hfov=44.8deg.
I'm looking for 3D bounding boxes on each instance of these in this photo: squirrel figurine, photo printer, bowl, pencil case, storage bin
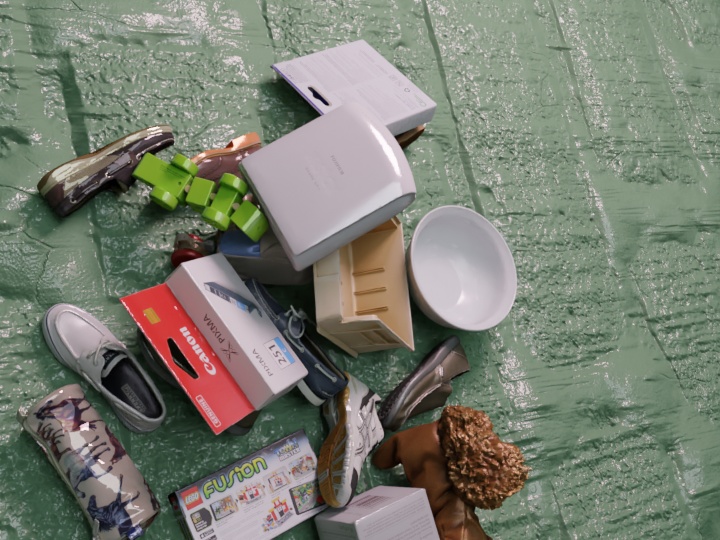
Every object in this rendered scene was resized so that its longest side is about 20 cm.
[{"bbox_3d":[0.132,0.294,1.176,0.140,0.200,0.189,15,43,-30],"label":"squirrel figurine"},{"bbox_3d":[-0.036,-0.116,1.134,0.198,0.070,0.168,-29,73,-9],"label":"photo printer"},{"bbox_3d":[0.142,0.009,1.372,0.198,0.090,0.204,11,65,-25],"label":"bowl"},{"bbox_3d":[-0.320,0.231,1.030,0.201,0.077,0.089,56,36,0],"label":"pencil case"},{"bbox_3d":[0.000,0.000,1.231,0.092,0.199,0.203,-9,70,15],"label":"storage bin"}]

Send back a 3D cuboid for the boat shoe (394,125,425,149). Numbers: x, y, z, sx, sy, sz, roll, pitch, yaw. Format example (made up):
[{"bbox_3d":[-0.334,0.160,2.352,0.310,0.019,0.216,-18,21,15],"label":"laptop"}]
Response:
[{"bbox_3d":[0.021,-0.207,1.405,0.071,0.070,0.199,50,49,2],"label":"boat shoe"}]

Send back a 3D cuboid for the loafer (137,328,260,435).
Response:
[{"bbox_3d":[-0.199,0.124,1.125,0.200,0.070,0.075,43,20,-16],"label":"loafer"}]

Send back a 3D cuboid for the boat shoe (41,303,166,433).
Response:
[{"bbox_3d":[-0.315,0.117,1.084,0.072,0.066,0.201,-38,92,-34],"label":"boat shoe"}]

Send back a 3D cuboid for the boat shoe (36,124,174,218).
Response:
[{"bbox_3d":[-0.332,-0.133,1.177,0.199,0.073,0.065,-32,92,-25],"label":"boat shoe"}]

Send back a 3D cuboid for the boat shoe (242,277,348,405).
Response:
[{"bbox_3d":[-0.091,0.088,1.190,0.201,0.061,0.075,56,12,1],"label":"boat shoe"}]

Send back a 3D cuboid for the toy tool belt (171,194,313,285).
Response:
[{"bbox_3d":[-0.157,-0.051,1.219,0.196,0.126,0.124,4,54,-3],"label":"toy tool belt"}]

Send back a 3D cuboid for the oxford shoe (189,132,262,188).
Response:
[{"bbox_3d":[-0.206,-0.130,1.243,0.199,0.071,0.074,-33,93,-35],"label":"oxford shoe"}]

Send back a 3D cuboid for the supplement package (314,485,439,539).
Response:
[{"bbox_3d":[0.038,0.396,1.128,0.116,0.116,0.203,-16,88,-32],"label":"supplement package"}]

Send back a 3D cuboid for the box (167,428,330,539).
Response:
[{"bbox_3d":[-0.137,0.297,1.134,0.198,0.035,0.111,-20,82,-34],"label":"box"}]

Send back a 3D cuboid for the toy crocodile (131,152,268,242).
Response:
[{"bbox_3d":[-0.209,-0.098,1.141,0.197,0.062,0.068,23,75,13],"label":"toy crocodile"}]

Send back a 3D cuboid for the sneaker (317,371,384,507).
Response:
[{"bbox_3d":[-0.004,0.233,1.190,0.087,0.075,0.202,31,42,-26],"label":"sneaker"}]

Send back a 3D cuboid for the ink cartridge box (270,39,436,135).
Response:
[{"bbox_3d":[-0.013,-0.279,1.382,0.198,0.041,0.200,-23,57,-34],"label":"ink cartridge box"}]

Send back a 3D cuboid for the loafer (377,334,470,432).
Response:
[{"bbox_3d":[0.102,0.175,1.293,0.070,0.075,0.200,48,55,1],"label":"loafer"}]

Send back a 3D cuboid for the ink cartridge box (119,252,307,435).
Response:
[{"bbox_3d":[-0.173,0.082,1.071,0.201,0.045,0.176,52,26,7],"label":"ink cartridge box"}]
